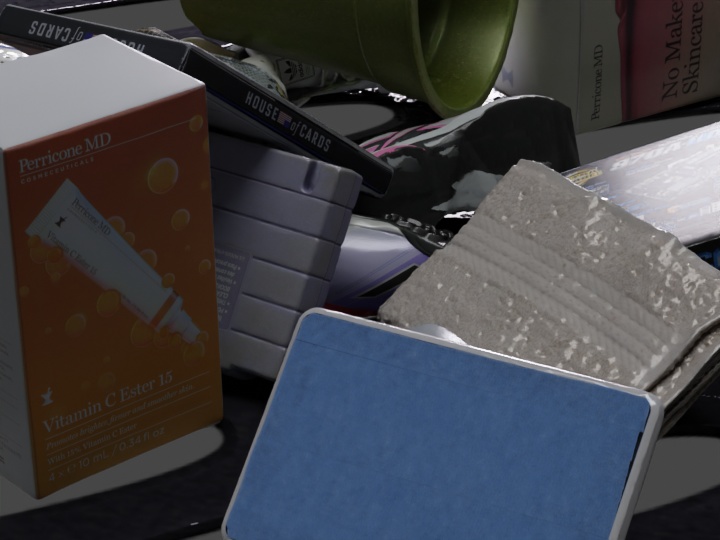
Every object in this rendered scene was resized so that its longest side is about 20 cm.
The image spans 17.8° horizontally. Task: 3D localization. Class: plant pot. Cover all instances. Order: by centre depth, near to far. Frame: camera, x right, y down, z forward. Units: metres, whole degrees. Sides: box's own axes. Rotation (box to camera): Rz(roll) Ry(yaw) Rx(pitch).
[{"bbox_3d":[-0.014,-0.205,1.515,0.190,0.200,0.200,7,28,22],"label":"plant pot"}]

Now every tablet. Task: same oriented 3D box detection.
[{"bbox_3d":[0.037,0.098,1.110,0.200,0.130,0.014,14,-14,28],"label":"tablet"}]

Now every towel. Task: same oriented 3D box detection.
[{"bbox_3d":[0.108,0.023,1.243,0.133,0.034,0.200,-46,45,-11],"label":"towel"}]

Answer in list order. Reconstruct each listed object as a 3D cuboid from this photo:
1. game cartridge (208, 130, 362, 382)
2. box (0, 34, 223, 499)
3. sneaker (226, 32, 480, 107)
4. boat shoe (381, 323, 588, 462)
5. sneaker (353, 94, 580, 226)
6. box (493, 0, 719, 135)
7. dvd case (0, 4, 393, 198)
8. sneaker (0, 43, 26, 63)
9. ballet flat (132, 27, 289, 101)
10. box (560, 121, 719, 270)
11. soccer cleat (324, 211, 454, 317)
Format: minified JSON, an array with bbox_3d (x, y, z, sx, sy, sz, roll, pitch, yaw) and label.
[{"bbox_3d":[-0.101,-0.018,1.314,0.200,0.130,0.038,17,4,32],"label":"game cartridge"},{"bbox_3d":[-0.151,-0.004,1.200,0.124,0.200,0.097,-22,33,-34],"label":"box"},{"bbox_3d":[-0.005,-0.147,1.620,0.200,0.075,0.115,15,32,38],"label":"sneaker"},{"bbox_3d":[0.047,0.082,1.163,0.086,0.075,0.202,-16,28,-28],"label":"boat shoe"},{"bbox_3d":[0.048,-0.069,1.462,0.200,0.080,0.086,-11,14,-33],"label":"sneaker"},{"bbox_3d":[0.203,-0.190,1.631,0.200,0.128,0.109,-17,32,-27],"label":"box"},{"bbox_3d":[-0.094,-0.096,1.327,0.150,0.025,0.200,16,-9,38],"label":"dvd case"},{"bbox_3d":[-0.269,-0.128,1.526,0.088,0.075,0.200,11,9,41],"label":"sneaker"},{"bbox_3d":[-0.093,-0.122,1.509,0.072,0.072,0.200,-24,33,-38],"label":"ballet flat"},{"bbox_3d":[0.194,-0.030,1.334,0.200,0.046,0.159,-18,23,17],"label":"box"},{"bbox_3d":[0.000,0.000,1.352,0.200,0.073,0.068,16,6,-3],"label":"soccer cleat"}]
